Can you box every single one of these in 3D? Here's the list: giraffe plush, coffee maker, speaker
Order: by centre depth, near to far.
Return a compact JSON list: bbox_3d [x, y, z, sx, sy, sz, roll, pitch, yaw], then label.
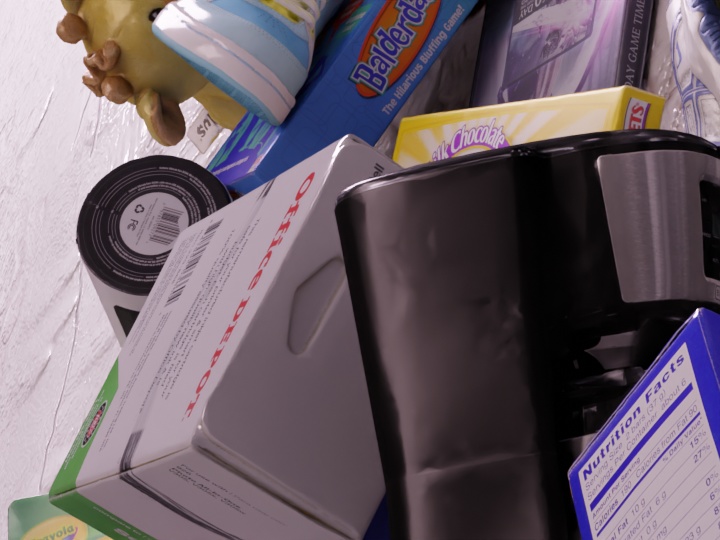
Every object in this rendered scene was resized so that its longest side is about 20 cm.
[{"bbox_3d":[0.048,0.064,0.835,0.135,0.190,0.202,98,164,-76],"label":"coffee maker"},{"bbox_3d":[-0.090,0.023,1.271,0.200,0.081,0.082,78,-162,-61],"label":"speaker"},{"bbox_3d":[-0.094,-0.149,1.364,0.172,0.162,0.201,29,109,24],"label":"giraffe plush"}]

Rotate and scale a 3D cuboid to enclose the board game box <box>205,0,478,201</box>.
[{"bbox_3d":[-0.003,-0.106,1.249,0.201,0.045,0.152,-55,12,-15],"label":"board game box"}]

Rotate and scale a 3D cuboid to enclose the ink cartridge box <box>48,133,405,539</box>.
[{"bbox_3d":[-0.040,0.043,1.017,0.147,0.084,0.200,-63,16,-20],"label":"ink cartridge box"}]

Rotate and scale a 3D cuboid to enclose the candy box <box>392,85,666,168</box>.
[{"bbox_3d":[0.060,-0.021,1.041,0.200,0.026,0.103,-2,73,65],"label":"candy box"}]

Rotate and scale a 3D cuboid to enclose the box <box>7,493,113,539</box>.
[{"bbox_3d":[-0.096,0.196,1.134,0.048,0.116,0.202,0,-100,-72],"label":"box"}]

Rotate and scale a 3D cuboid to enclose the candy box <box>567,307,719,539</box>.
[{"bbox_3d":[0.152,0.126,0.643,0.077,0.168,0.201,-51,28,30],"label":"candy box"}]

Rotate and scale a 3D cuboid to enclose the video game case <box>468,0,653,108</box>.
[{"bbox_3d":[0.091,-0.086,1.155,0.143,0.019,0.201,-29,45,58],"label":"video game case"}]

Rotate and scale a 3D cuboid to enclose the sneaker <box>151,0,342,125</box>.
[{"bbox_3d":[-0.035,-0.148,1.194,0.131,0.079,0.200,-51,13,7],"label":"sneaker"}]

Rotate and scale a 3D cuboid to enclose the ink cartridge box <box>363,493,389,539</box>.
[{"bbox_3d":[-0.003,0.114,1.011,0.197,0.043,0.200,-65,14,-13],"label":"ink cartridge box"}]

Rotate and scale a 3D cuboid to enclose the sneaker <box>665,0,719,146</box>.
[{"bbox_3d":[0.141,-0.040,0.927,0.088,0.075,0.201,-55,26,33],"label":"sneaker"}]
